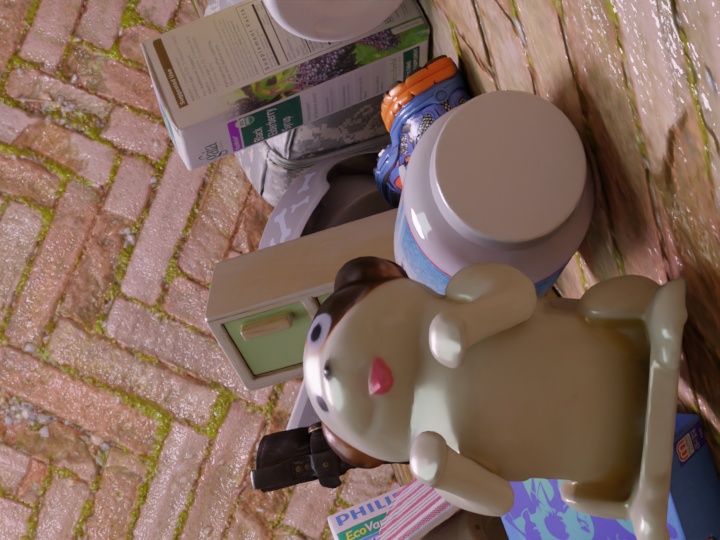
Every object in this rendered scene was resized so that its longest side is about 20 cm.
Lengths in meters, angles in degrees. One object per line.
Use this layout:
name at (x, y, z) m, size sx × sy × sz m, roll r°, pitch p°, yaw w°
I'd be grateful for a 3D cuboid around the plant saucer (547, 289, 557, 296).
plant saucer at (0.142, 0.105, 1.281) m, size 0.200 × 0.048 × 0.201 m, roll -120°, pitch 9°, yaw -48°

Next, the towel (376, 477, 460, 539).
towel at (0.078, 0.173, 1.443) m, size 0.030 × 0.146 × 0.200 m, roll 48°, pitch -168°, yaw -1°

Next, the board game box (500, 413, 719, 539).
board game box at (0.161, 0.177, 1.068) m, size 0.151 × 0.045 × 0.202 m, roll 0°, pitch 118°, yaw 50°

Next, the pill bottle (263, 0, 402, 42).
pill bottle at (-0.045, -0.261, 1.245) m, size 0.115 × 0.113 × 0.201 m, roll 73°, pitch 171°, yaw -48°

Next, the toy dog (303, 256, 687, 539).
toy dog at (0.068, 0.050, 0.939) m, size 0.194 × 0.198 × 0.141 m, roll -59°, pitch -26°, yaw -71°

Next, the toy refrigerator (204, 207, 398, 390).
toy refrigerator at (-0.003, 0.017, 1.255) m, size 0.070 × 0.198 × 0.076 m, roll -84°, pitch -27°, yaw -50°

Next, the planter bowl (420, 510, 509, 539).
planter bowl at (0.126, 0.255, 1.439) m, size 0.201 × 0.198 × 0.136 m, roll -119°, pitch 36°, yaw -45°

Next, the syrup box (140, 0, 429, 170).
syrup box at (-0.054, -0.155, 1.313) m, size 0.079 × 0.198 × 0.082 m, roll 86°, pitch 160°, yaw -71°

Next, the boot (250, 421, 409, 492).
boot at (0.007, 0.121, 1.357) m, size 0.200 × 0.172 × 0.070 m, roll -15°, pitch -88°, yaw -79°

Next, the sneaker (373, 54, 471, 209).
sneaker at (0.055, -0.070, 1.286) m, size 0.079 × 0.075 × 0.200 m, roll 61°, pitch 174°, yaw 22°

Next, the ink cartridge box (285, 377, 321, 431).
ink cartridge box at (0.006, 0.067, 1.552) m, size 0.176 × 0.044 × 0.202 m, roll 23°, pitch -93°, yaw -73°

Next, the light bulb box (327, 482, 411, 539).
light bulb box at (0.098, 0.291, 1.666) m, size 0.200 × 0.197 × 0.126 m, roll -124°, pitch 14°, yaw -57°

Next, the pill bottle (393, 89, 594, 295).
pill bottle at (0.076, -0.035, 1.032) m, size 0.200 × 0.108 × 0.110 m, roll 98°, pitch 148°, yaw -79°

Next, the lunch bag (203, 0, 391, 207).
lunch bag at (-0.044, -0.173, 1.479) m, size 0.201 × 0.138 × 0.169 m, roll 59°, pitch 154°, yaw 34°

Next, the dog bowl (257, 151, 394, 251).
dog bowl at (0.000, 0.000, 1.403) m, size 0.058 × 0.200 × 0.201 m, roll 19°, pitch 139°, yaw 44°
